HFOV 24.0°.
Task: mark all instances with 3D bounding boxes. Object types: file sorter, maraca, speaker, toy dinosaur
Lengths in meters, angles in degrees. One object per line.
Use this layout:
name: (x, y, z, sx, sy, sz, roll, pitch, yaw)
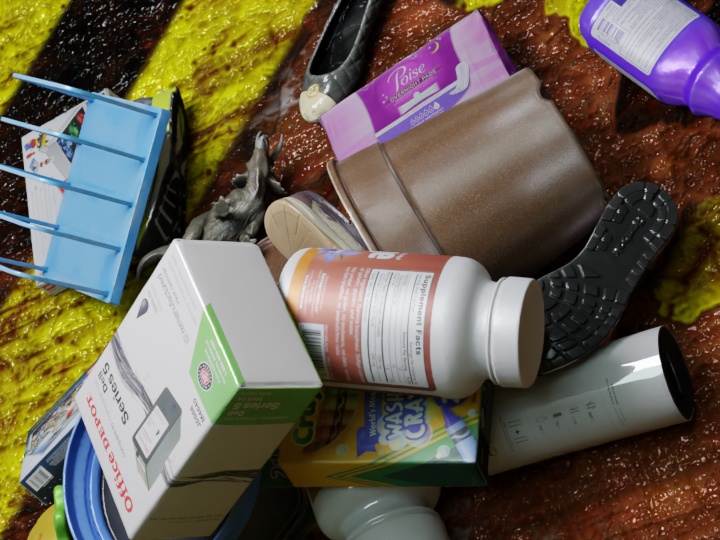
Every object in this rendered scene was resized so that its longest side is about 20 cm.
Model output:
file sorter: (-0.300, -0.087, 1.703, 0.138, 0.122, 0.202, 17, 91, 48)
maraca: (-0.259, 0.269, 1.554, 0.106, 0.200, 0.138, -12, 71, -5)
speaker: (0.174, 0.111, 1.412, 0.199, 0.081, 0.082, -19, 58, 24)
toy dinosaur: (-0.139, -0.041, 1.698, 0.077, 0.102, 0.200, 43, 111, -5)

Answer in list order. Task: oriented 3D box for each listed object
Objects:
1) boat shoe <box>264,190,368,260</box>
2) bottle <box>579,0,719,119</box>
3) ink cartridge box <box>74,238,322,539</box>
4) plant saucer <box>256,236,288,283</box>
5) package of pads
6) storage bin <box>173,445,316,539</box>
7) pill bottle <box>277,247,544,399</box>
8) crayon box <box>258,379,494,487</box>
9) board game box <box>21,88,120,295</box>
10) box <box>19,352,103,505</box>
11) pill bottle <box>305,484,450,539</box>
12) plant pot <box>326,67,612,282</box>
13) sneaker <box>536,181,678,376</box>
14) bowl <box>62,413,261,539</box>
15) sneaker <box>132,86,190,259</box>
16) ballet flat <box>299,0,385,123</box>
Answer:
boat shoe: (0.000, 0.000, 1.556, 0.200, 0.065, 0.072, 43, 137, 9)
bottle: (0.282, -0.190, 1.497, 0.084, 0.065, 0.200, -49, 51, 4)
ink cartridge box: (-0.132, 0.096, 1.331, 0.200, 0.083, 0.146, -54, 50, 35)
plant saucer: (-0.067, 0.038, 1.634, 0.199, 0.034, 0.202, -15, 60, 26)
package of pads: (0.063, -0.144, 1.610, 0.199, 0.076, 0.121, -33, 55, 16)
storage bin: (-0.147, 0.174, 1.541, 0.146, 0.134, 0.200, -51, 55, 9)
pill bottle: (0.040, 0.043, 1.337, 0.198, 0.112, 0.113, 4, 69, 19)
crayon box: (0.009, 0.113, 1.403, 0.198, 0.052, 0.127, -3, 59, 17)
board game box: (-0.305, -0.087, 1.846, 0.125, 0.035, 0.202, -25, 56, 21)
box: (-0.251, 0.124, 1.662, 0.200, 0.038, 0.137, -46, 16, 6)
pill bottle: (0.007, 0.175, 1.467, 0.114, 0.114, 0.201, -33, 54, 15)
plant pot: (0.105, -0.062, 1.482, 0.197, 0.200, 0.201, -32, 54, 5)
sneaker: (0.195, 0.023, 1.423, 0.076, 0.088, 0.200, 40, 73, 17)
bowl: (-0.168, 0.170, 1.448, 0.199, 0.039, 0.203, -11, 69, 31)
sneaker: (-0.228, -0.098, 1.773, 0.080, 0.074, 0.202, -6, 56, 14)
ballet flat: (-0.020, -0.244, 1.724, 0.066, 0.057, 0.202, 12, 75, 37)
